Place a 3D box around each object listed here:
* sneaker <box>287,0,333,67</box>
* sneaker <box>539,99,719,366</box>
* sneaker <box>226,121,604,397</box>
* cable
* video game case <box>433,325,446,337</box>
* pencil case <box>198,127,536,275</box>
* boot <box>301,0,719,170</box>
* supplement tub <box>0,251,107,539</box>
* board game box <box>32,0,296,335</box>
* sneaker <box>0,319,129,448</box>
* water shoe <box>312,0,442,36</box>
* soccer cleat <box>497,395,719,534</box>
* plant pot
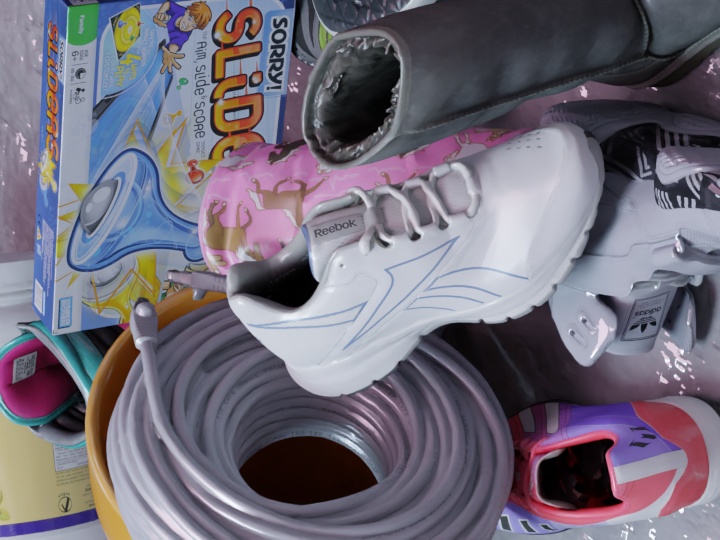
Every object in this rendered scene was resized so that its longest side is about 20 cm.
[{"bbox_3d":[0.005,-0.137,1.359,0.200,0.070,0.083,50,148,41],"label":"sneaker"},{"bbox_3d":[0.149,-0.008,1.154,0.200,0.075,0.116,27,120,57],"label":"sneaker"},{"bbox_3d":[0.025,-0.009,1.164,0.200,0.087,0.075,-33,48,23],"label":"sneaker"},{"bbox_3d":[-0.026,0.096,1.235,0.201,0.199,0.069,-85,5,-46],"label":"cable"},{"bbox_3d":[0.000,0.000,1.430,0.143,0.018,0.200,59,141,30],"label":"video game case"},{"bbox_3d":[0.012,-0.027,1.294,0.199,0.087,0.083,0,126,35],"label":"pencil case"},{"bbox_3d":[0.088,-0.117,1.104,0.182,0.199,0.073,-54,53,47],"label":"boot"},{"bbox_3d":[-0.246,0.092,1.711,0.145,0.145,0.201,0,97,57],"label":"supplement tub"},{"bbox_3d":[-0.109,-0.067,1.380,0.034,0.135,0.201,46,139,48],"label":"board game box"},{"bbox_3d":[-0.170,0.043,1.507,0.200,0.120,0.084,40,140,53],"label":"sneaker"},{"bbox_3d":[0.055,-0.169,1.243,0.200,0.079,0.072,-31,69,45],"label":"water shoe"},{"bbox_3d":[0.099,0.099,1.250,0.200,0.073,0.069,-14,86,57],"label":"soccer cleat"},{"bbox_3d":[-0.048,0.134,1.377,0.200,0.199,0.184,57,157,33],"label":"plant pot"}]
